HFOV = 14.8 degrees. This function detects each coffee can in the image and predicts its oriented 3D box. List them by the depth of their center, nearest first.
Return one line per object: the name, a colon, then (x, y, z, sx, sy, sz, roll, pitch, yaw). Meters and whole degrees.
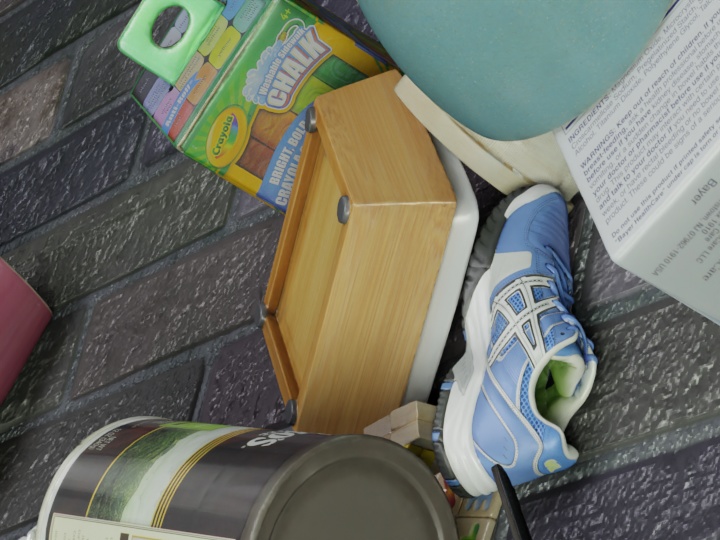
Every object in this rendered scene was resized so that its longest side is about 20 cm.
coffee can: (-0.064, 0.157, 1.514, 0.200, 0.146, 0.147, 1, 65, 50)

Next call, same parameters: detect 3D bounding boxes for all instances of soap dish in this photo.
soap dish: (0.000, 0.000, 1.674, 0.157, 0.081, 0.200, -110, 29, -54)

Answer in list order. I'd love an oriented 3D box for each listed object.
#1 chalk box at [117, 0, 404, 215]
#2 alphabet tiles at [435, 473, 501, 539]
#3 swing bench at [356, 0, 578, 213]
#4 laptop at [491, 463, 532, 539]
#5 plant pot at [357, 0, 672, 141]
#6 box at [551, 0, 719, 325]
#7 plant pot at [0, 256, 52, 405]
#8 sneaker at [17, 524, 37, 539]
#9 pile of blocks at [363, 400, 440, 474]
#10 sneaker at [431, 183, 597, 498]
chalk box: (-0.063, -0.123, 1.832, 0.125, 0.200, 0.124, -56, 29, 8)
alphabet tiles: (0.005, 0.192, 1.639, 0.200, 0.008, 0.168, -7, 59, 56)
swing bench: (0.114, -0.174, 1.667, 0.199, 0.130, 0.200, -50, 30, 19)
laptop: (0.063, 0.243, 1.390, 0.116, 0.200, 0.187, -20, 37, 2)
plant pot: (0.065, -0.189, 1.514, 0.200, 0.135, 0.201, -33, 44, 38)
box: (0.202, -0.101, 1.482, 0.184, 0.105, 0.200, -49, 31, 21)
plant pot: (-0.346, 0.057, 2.162, 0.179, 0.200, 0.200, -48, 27, -10)
sneaker: (-0.225, 0.262, 1.893, 0.081, 0.075, 0.200, 43, 110, 53)
pile of blocks: (0.013, 0.171, 1.584, 0.082, 0.062, 0.200, 45, 112, 48)
sneaker: (0.101, 0.039, 1.573, 0.077, 0.076, 0.201, -7, 55, 30)
